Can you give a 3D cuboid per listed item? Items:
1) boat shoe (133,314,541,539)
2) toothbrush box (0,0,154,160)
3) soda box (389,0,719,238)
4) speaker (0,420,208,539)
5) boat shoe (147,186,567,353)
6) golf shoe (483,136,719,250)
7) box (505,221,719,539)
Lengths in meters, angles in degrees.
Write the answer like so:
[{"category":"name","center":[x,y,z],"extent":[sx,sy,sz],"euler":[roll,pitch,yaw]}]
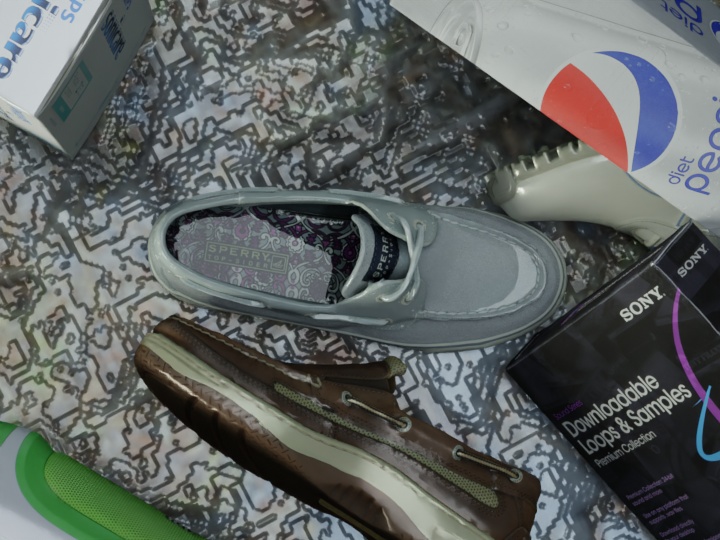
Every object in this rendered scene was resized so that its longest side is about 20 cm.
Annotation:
[{"category":"boat shoe","center":[-0.007,0.072,0.872],"extent":[0.202,0.075,0.075],"euler":[34,71,-6]},{"category":"toothbrush box","center":[-0.198,-0.141,0.833],"extent":[0.199,0.146,0.086],"euler":[29,85,-2]},{"category":"soda box","center":[0.110,-0.091,0.787],"extent":[0.199,0.068,0.063],"euler":[34,119,-14]},{"category":"speaker","center":[-0.102,0.148,0.847],"extent":[0.199,0.088,0.089],"euler":[31,85,-1]},{"category":"boat shoe","center":[0.000,-0.001,0.870],"extent":[0.199,0.072,0.071],"euler":[5,86,-3]},{"category":"golf shoe","center":[0.159,-0.025,0.880],"extent":[0.198,0.078,0.098],"euler":[-5,89,-3]},{"category":"box","center":[0.168,0.086,0.840],"extent":[0.200,0.143,0.036],"euler":[49,58,2]}]
